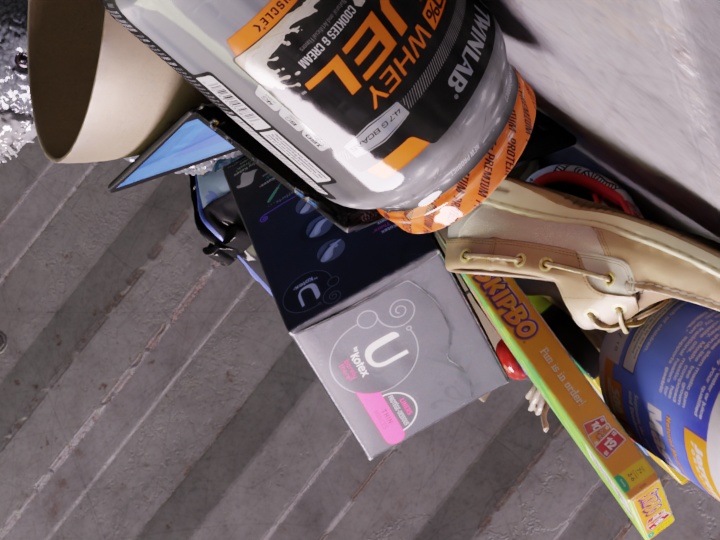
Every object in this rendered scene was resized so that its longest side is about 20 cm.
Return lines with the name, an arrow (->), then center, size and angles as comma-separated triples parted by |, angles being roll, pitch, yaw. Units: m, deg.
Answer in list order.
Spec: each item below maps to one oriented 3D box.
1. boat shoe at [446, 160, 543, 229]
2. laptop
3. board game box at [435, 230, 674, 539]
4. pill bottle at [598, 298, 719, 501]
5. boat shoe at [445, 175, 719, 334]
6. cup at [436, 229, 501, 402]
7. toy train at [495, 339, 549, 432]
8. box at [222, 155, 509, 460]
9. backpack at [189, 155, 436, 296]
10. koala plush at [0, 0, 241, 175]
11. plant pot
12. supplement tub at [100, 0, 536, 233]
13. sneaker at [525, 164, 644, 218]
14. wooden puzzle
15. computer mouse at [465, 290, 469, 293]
boat shoe -> 0.094, -0.043, 1.291 | 0.066, 0.072, 0.201 | 44, 173, -7
laptop -> -0.015, -0.061, 1.075 | 0.200, 0.177, 0.104 | 38, 134, 33
board game box -> 0.111, 0.060, 1.092 | 0.200, 0.030, 0.096 | 53, 179, 25
pill bottle -> 0.218, 0.074, 1.009 | 0.112, 0.112, 0.200 | 39, 179, -24
boat shoe -> 0.132, 0.000, 1.017 | 0.199, 0.067, 0.074 | 20, -175, 36
cup -> 0.066, -0.011, 1.540 | 0.200, 0.143, 0.200 | 38, 178, 2
toy train -> 0.116, 0.020, 1.375 | 0.116, 0.084, 0.200 | 52, -156, -16
box -> 0.000, 0.000, 1.202 | 0.122, 0.106, 0.200 | 59, -177, -36
backpack -> -0.037, -0.084, 1.400 | 0.183, 0.147, 0.201 | 43, -157, -48
koala plush -> -0.190, -0.140, 1.255 | 0.199, 0.178, 0.184 | -1, 167, -21
plant pot -> -0.108, -0.160, 1.105 | 0.134, 0.201, 0.200 | 2, -166, -22
supplement tub -> -0.016, -0.113, 0.890 | 0.200, 0.123, 0.122 | 39, 179, -28
sneaker -> 0.172, 0.012, 1.122 | 0.201, 0.067, 0.108 | 41, -179, 11
wooden puzzle -> 0.161, 0.070, 1.204 | 0.200, 0.037, 0.185 | 44, -179, -7
computer mouse -> 0.087, 0.016, 1.306 | 0.059, 0.199, 0.034 | 46, 146, 29
